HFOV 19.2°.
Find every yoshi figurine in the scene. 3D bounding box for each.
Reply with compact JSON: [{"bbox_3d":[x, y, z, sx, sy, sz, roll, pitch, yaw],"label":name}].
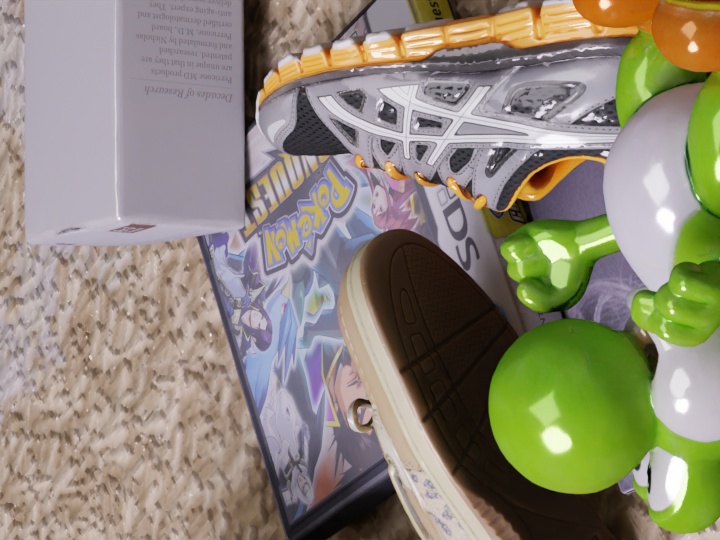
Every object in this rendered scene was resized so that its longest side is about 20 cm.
[{"bbox_3d":[0.091,-0.001,0.717,0.111,0.112,0.201,11,114,24],"label":"yoshi figurine"}]

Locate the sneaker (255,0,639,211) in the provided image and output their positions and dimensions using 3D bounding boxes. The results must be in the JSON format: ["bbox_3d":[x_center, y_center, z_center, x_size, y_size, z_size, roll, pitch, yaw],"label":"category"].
[{"bbox_3d":[0.040,-0.058,0.809,0.199,0.078,0.078,-5,98,40],"label":"sneaker"}]

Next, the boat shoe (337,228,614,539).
[{"bbox_3d":[0.039,0.080,0.817,0.062,0.073,0.201,-18,103,43],"label":"boat shoe"}]

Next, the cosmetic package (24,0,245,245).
[{"bbox_3d":[-0.106,-0.114,0.997,0.101,0.074,0.201,-7,84,56],"label":"cosmetic package"}]

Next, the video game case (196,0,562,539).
[{"bbox_3d":[0.000,0.000,0.926,0.200,0.025,0.182,-40,61,47],"label":"video game case"}]

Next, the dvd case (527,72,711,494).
[{"bbox_3d":[0.141,-0.019,0.773,0.200,0.016,0.150,-32,69,47],"label":"dvd case"}]
